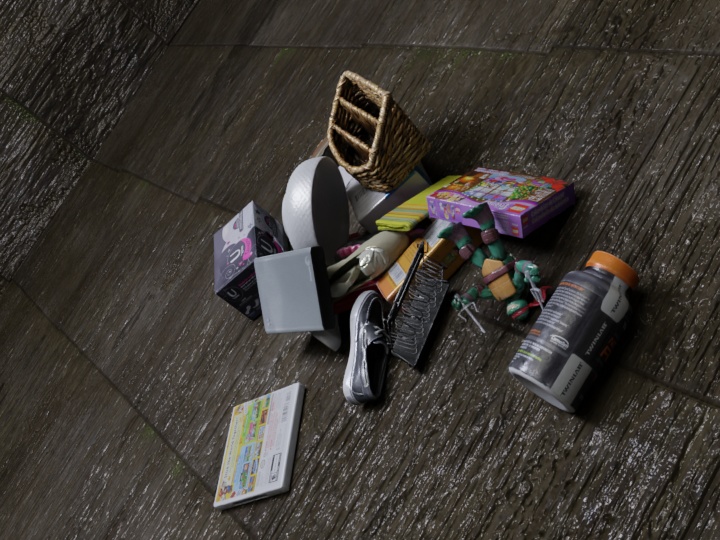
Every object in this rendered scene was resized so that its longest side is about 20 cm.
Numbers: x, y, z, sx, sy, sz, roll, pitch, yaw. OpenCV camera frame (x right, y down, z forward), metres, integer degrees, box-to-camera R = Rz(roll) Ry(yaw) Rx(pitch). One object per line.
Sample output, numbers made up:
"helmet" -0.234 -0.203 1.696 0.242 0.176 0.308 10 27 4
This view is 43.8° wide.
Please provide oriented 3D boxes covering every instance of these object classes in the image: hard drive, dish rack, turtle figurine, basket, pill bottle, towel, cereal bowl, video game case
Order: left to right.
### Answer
"video game case" -0.181 0.316 1.611 0.180 0.023 0.203 -24 44 36
"hard drive" -0.118 0.037 1.581 0.198 0.032 0.143 -9 91 54
"cereal bowl" -0.089 -0.102 1.636 0.081 0.201 0.203 -4 52 18
"towel" -0.042 0.008 1.663 0.142 0.023 0.201 -18 38 -4
"basket" 0.006 -0.249 1.630 0.143 0.149 0.200 -47 37 1
"dish rack" 0.087 0.051 1.382 0.054 0.201 0.156 19 71 13
"towel" 0.121 -0.118 1.557 0.199 0.018 0.085 -34 27 -34
"turtle figurine" 0.199 0.009 1.327 0.149 0.100 0.203 -34 79 27
"pill bottle" 0.289 0.076 1.186 0.202 0.106 0.106 -57 34 -6

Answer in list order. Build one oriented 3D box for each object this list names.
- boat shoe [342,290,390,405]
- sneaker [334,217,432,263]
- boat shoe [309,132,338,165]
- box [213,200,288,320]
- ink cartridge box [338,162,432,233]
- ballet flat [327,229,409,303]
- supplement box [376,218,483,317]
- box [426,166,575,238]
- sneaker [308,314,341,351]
"boat shoe" 0.020 0.123 1.498 0.067 0.071 0.204 -19 49 42
"sneaker" 0.047 -0.049 1.607 0.196 0.080 0.096 -12 37 21
"boat shoe" -0.046 -0.288 1.945 0.199 0.072 0.068 -42 36 15
"box" -0.229 -0.025 1.890 0.131 0.114 0.202 -38 37 21
"ink cartridge box" 0.049 -0.172 1.716 0.144 0.084 0.202 -40 36 15
"ballet flat" 0.000 0.000 1.545 0.198 0.069 0.070 -33 38 25
"supplement box" 0.121 -0.019 1.511 0.200 0.066 0.069 -46 31 9
"box" 0.220 -0.112 1.416 0.136 0.040 0.198 -31 31 -33
"sneaker" -0.068 0.069 1.650 0.085 0.072 0.201 -49 33 9
